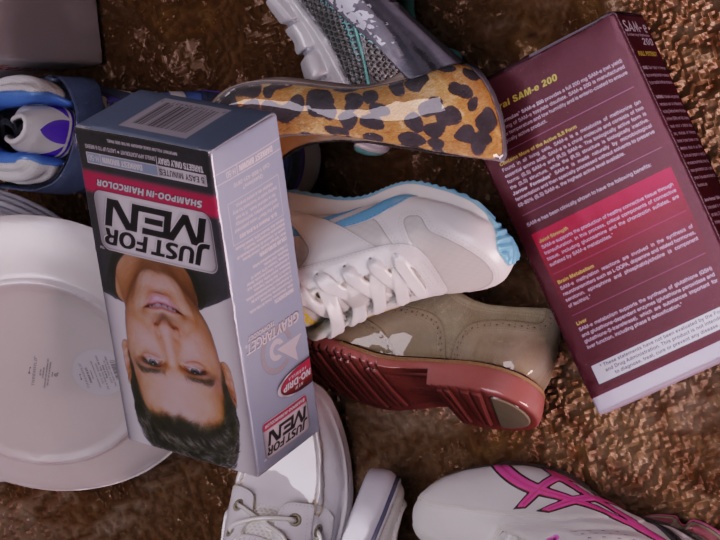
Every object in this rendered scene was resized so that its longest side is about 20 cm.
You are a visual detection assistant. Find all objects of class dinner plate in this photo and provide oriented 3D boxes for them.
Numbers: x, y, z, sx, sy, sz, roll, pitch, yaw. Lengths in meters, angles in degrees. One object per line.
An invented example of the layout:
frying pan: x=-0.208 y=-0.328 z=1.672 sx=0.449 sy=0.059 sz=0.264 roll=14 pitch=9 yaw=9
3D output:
dinner plate: x=-0.191 y=0.057 z=1.455 sx=0.200 sy=0.024 sz=0.200 roll=2 pitch=123 yaw=3

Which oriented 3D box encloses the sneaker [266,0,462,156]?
sneaker: x=-0.009 y=-0.171 z=1.428 sx=0.091 sy=0.078 sz=0.200 roll=-30 pitch=91 yaw=19

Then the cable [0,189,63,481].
cable: x=-0.243 y=0.042 z=1.505 sx=0.200 sy=0.069 sz=0.200 roll=-35 pitch=113 yaw=24

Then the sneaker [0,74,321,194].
sneaker: x=-0.141 y=-0.072 z=1.447 sx=0.200 sy=0.146 sz=0.081 roll=12 pitch=99 yaw=24

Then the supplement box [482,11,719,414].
supplement box: x=0.146 y=-0.033 z=1.372 sx=0.109 sy=0.061 sz=0.200 roll=-26 pitch=85 yaw=22

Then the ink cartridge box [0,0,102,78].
ink cartridge box: x=-0.281 y=-0.153 z=1.503 sx=0.200 sy=0.146 sz=0.085 roll=-7 pitch=90 yaw=24

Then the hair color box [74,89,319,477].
hair color box: x=-0.090 y=0.007 z=1.363 sx=0.099 sy=0.061 sz=0.200 roll=12 pitch=122 yaw=35

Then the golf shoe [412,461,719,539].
golf shoe: x=0.115 y=0.157 z=1.385 sx=0.200 sy=0.092 sz=0.073 roll=12 pitch=99 yaw=24

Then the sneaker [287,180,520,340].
sneaker: x=0.000 y=0.000 z=1.396 sx=0.200 sy=0.077 sz=0.081 roll=-2 pitch=48 yaw=36

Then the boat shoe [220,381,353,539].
boat shoe: x=-0.051 y=0.165 z=1.467 sx=0.071 sy=0.069 sz=0.200 roll=7 pitch=99 yaw=23

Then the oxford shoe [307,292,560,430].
oxford shoe: x=0.028 y=0.040 z=1.439 sx=0.200 sy=0.070 sz=0.075 roll=13 pitch=67 yaw=27

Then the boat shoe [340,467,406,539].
boat shoe: x=0.011 y=0.217 z=1.451 sx=0.070 sy=0.071 sz=0.200 roll=13 pitch=100 yaw=7

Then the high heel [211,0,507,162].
high heel: x=-0.017 y=-0.057 z=1.373 sx=0.143 sy=0.071 sz=0.200 roll=45 pitch=111 yaw=10
